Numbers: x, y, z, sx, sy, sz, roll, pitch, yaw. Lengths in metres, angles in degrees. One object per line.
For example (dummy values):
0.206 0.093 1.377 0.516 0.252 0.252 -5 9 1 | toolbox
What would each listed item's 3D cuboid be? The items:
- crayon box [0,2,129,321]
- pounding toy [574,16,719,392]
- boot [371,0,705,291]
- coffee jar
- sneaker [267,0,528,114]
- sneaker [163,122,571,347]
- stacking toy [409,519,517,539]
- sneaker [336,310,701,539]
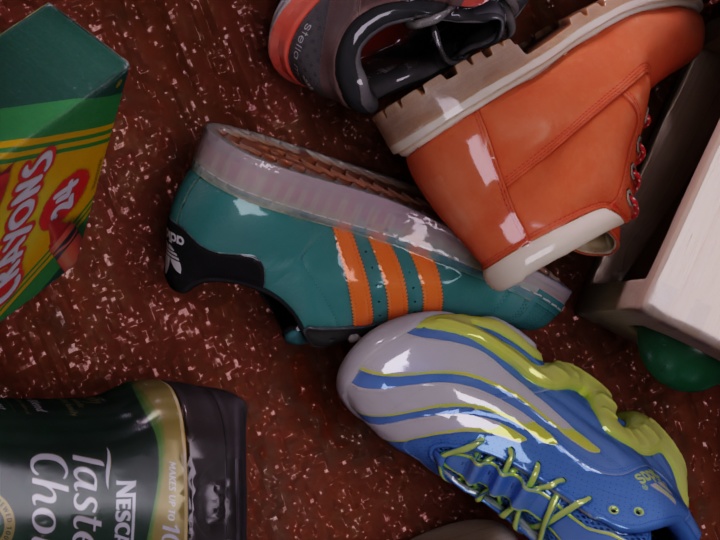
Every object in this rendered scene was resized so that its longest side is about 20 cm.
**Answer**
-0.183 -0.009 1.146 0.051 0.127 0.200 37 49 15 | crayon box
0.194 -0.002 1.307 0.142 0.184 0.201 25 86 -5 | pounding toy
0.101 -0.063 1.293 0.200 0.075 0.107 -30 88 -38 | boot
-0.145 0.100 1.221 0.199 0.085 0.105 -2 92 -21 | coffee jar
0.057 -0.132 1.285 0.200 0.082 0.077 -38 136 -9 | sneaker
0.000 0.000 1.290 0.199 0.071 0.080 20 104 -26 | sneaker
0.072 0.219 1.312 0.085 0.085 0.201 -31 106 -18 | stacking toy
0.084 0.086 1.275 0.200 0.105 0.076 21 114 -33 | sneaker
